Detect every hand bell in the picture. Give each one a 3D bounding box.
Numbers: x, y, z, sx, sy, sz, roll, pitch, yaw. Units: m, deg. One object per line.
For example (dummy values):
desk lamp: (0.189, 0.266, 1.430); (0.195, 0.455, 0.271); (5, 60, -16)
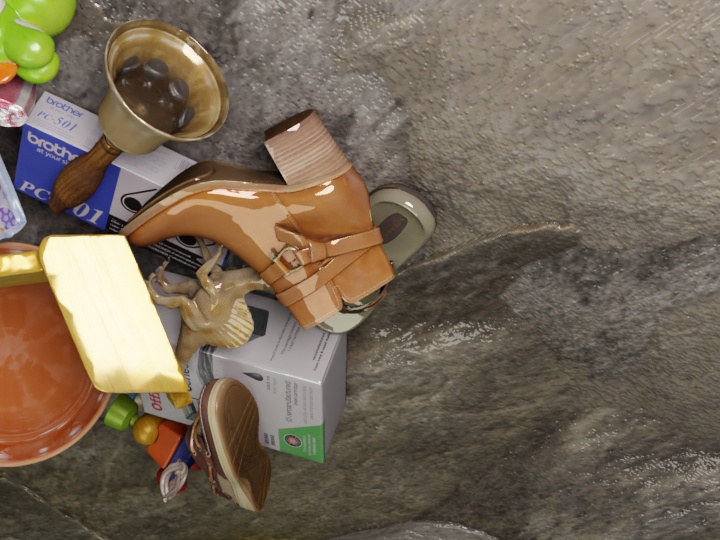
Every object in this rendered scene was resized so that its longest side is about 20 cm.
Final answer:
hand bell: (-0.199, -0.097, 0.970); (0.104, 0.105, 0.200); (35, 135, -18)

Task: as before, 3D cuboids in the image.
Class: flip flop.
flip flop: (0.000, 0.000, 1.047); (0.081, 0.058, 0.200); (30, 142, -12)

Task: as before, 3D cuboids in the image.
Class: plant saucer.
plant saucer: (-0.319, 0.076, 1.116); (0.199, 0.202, 0.032); (26, 177, -7)

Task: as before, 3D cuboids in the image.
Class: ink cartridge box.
ink cartridge box: (-0.198, -0.071, 1.067); (0.198, 0.045, 0.094); (25, 141, -5)
ink cartridge box: (-0.118, 0.095, 1.197); (0.198, 0.085, 0.147); (14, 142, 11)

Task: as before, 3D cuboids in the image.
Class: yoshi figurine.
yoshi figurine: (-0.295, -0.215, 0.921); (0.199, 0.112, 0.113); (30, 104, 11)

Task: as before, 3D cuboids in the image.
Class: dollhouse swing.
dollhouse swing: (-0.255, 0.055, 1.001); (0.184, 0.174, 0.200); (67, 167, -3)

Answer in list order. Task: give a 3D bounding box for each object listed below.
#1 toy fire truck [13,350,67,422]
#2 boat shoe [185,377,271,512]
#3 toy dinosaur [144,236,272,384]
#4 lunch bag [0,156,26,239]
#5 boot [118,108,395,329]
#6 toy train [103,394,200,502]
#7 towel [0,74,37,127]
toy fire truck: (-0.316, 0.093, 1.220); (0.112, 0.169, 0.199); (41, 139, -25)
boat shoe: (-0.136, 0.166, 1.167); (0.071, 0.073, 0.201); (9, 148, 14)
toy dinosaur: (-0.141, 0.034, 1.060); (0.101, 0.058, 0.200); (43, 125, -4)
lunch bag: (-0.412, -0.099, 1.058); (0.168, 0.127, 0.202); (-8, 106, 31)
boot: (-0.082, -0.019, 0.983); (0.198, 0.074, 0.156); (-23, 108, 16)
toy train: (-0.215, 0.168, 1.262); (0.115, 0.200, 0.085); (30, 103, 3)
towel: (-0.343, -0.162, 0.927); (0.198, 0.147, 0.030); (18, 110, -17)
